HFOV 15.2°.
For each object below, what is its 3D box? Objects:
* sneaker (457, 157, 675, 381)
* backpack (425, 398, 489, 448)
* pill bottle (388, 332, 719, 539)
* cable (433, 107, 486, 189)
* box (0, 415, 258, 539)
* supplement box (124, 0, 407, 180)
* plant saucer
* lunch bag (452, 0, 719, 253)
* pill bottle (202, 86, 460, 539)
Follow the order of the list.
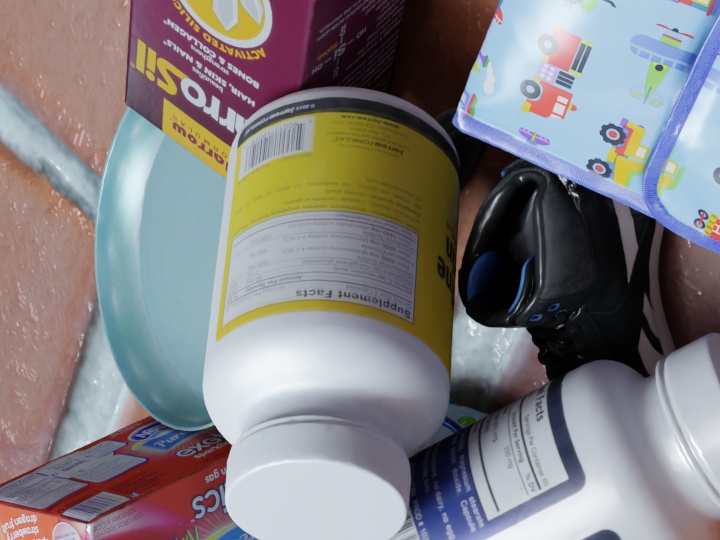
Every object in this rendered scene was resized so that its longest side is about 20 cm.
[{"bbox_3d":[0.091,0.026,1.270,0.073,0.112,0.200,19,123,39],"label":"sneaker"},{"bbox_3d":[0.035,0.164,1.394,0.163,0.154,0.200,20,110,46],"label":"backpack"},{"bbox_3d":[0.094,0.109,1.226,0.200,0.111,0.111,-29,88,19],"label":"pill bottle"},{"bbox_3d":[0.000,0.000,1.366,0.050,0.097,0.200,45,133,37],"label":"cable"},{"bbox_3d":[-0.096,0.136,1.452,0.100,0.200,0.096,7,112,44],"label":"box"},{"bbox_3d":[-0.044,-0.135,1.291,0.110,0.086,0.200,36,148,17],"label":"supplement box"},{"bbox_3d":[-0.084,-0.014,1.450,0.200,0.027,0.200,0,90,55],"label":"plant saucer"},{"bbox_3d":[0.163,-0.087,1.133,0.200,0.094,0.151,32,127,15],"label":"lunch bag"},{"bbox_3d":[-0.013,0.023,1.226,0.112,0.112,0.200,-46,31,47],"label":"pill bottle"}]
